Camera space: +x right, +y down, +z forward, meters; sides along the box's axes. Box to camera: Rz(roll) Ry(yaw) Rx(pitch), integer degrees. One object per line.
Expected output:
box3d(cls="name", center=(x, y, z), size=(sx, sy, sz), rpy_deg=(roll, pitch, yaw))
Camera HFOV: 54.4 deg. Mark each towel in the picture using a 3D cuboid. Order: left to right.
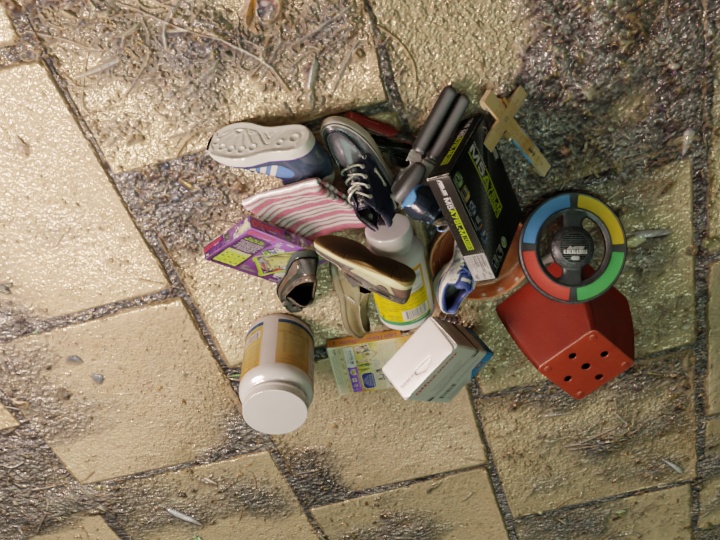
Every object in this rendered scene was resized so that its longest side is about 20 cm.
box3d(cls="towel", center=(-0.083, -0.097, 1.176), size=(0.145, 0.030, 0.200), rpy_deg=(-14, 160, 25))

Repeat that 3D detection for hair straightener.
box3d(cls="hair straightener", center=(0.056, -0.202, 1.178), size=(0.198, 0.041, 0.077), rpy_deg=(13, 126, -18))

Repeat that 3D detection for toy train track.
box3d(cls="toy train track", center=(0.253, -0.226, 1.165), size=(0.200, 0.032, 0.115), rpy_deg=(39, 81, -35))

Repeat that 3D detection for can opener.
box3d(cls="can opener", center=(0.114, -0.196, 1.131), size=(0.052, 0.066, 0.201), rpy_deg=(24, 99, -20))

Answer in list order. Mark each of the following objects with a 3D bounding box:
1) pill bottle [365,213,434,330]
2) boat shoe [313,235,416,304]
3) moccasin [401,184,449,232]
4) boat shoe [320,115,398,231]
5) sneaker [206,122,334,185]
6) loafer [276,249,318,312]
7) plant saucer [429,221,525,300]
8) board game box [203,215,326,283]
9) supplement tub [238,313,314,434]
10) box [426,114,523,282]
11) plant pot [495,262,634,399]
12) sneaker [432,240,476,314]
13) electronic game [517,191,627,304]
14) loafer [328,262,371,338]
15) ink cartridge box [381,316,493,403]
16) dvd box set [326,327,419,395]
box3d(cls="pill bottle", center=(0.068, 0.001, 1.282), size=(0.111, 0.113, 0.201), rpy_deg=(-11, 128, 6))
box3d(cls="boat shoe", center=(0.000, 0.000, 1.196), size=(0.199, 0.073, 0.065), rpy_deg=(27, 124, 27))
box3d(cls="moccasin", center=(0.128, -0.099, 1.162), size=(0.068, 0.199, 0.081), rpy_deg=(41, 117, 15))
box3d(cls="boat shoe", center=(0.000, -0.151, 1.131), size=(0.074, 0.093, 0.200), rpy_deg=(-18, 133, 35))
box3d(cls="sneaker", center=(-0.140, -0.171, 1.159), size=(0.198, 0.081, 0.147), rpy_deg=(2, 152, 22))
box3d(cls="loafer", center=(-0.114, 0.037, 1.290), size=(0.071, 0.064, 0.201), rpy_deg=(-5, 151, -15))
box3d(cls="plant saucer", center=(0.227, -0.030, 1.319), size=(0.198, 0.032, 0.202), rpy_deg=(-1, 127, -1))
box3d(cls="board game box", center=(-0.163, -0.030, 1.240), size=(0.119, 0.033, 0.199), rpy_deg=(-25, 151, 31))
box3d(cls="supplement tub", center=(-0.161, 0.200, 1.366), size=(0.143, 0.201, 0.146), rpy_deg=(-1, 128, -2))
box3d(cls="box", center=(0.192, -0.117, 1.131), size=(0.047, 0.194, 0.201), rpy_deg=(-8, 122, 37))
box3d(cls="plant pot", center=(0.412, 0.124, 1.357), size=(0.199, 0.177, 0.200), rpy_deg=(35, 119, -27))
box3d(cls="sneaker", center=(0.196, -0.007, 1.260), size=(0.074, 0.089, 0.201), rpy_deg=(14, 124, -11))
box3d(cls="electronic game", center=(0.380, -0.041, 1.256), size=(0.197, 0.042, 0.203), rpy_deg=(0, 90, -3))
box3d(cls="loafer", center=(-0.008, 0.049, 1.338), size=(0.067, 0.076, 0.201), rpy_deg=(-9, 128, 12))
box3d(cls="ink cartridge box", center=(0.154, 0.178, 1.367), size=(0.146, 0.084, 0.199), rpy_deg=(-48, 149, 13))
box3d(cls="dvd box set", center=(0.037, 0.192, 1.478), size=(0.198, 0.030, 0.147), rpy_deg=(-10, 128, 5))
